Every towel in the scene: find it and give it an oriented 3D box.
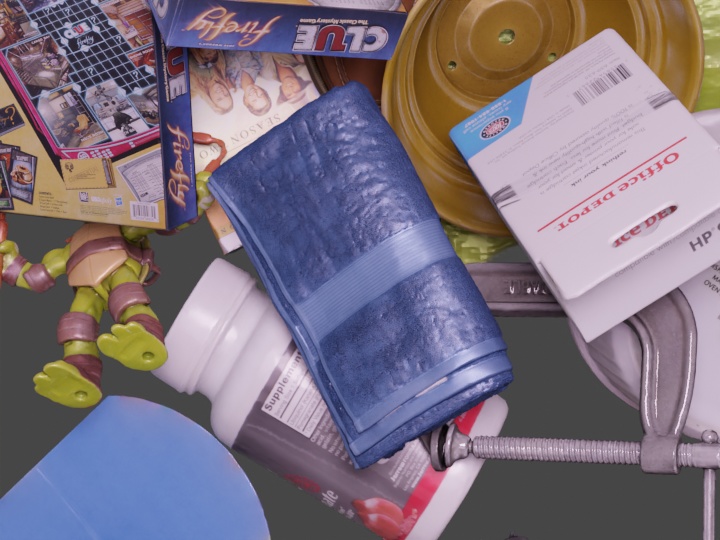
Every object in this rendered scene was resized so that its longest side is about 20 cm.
[{"bbox_3d":[0.000,0.000,1.215,0.111,0.048,0.201,-33,73,21],"label":"towel"}]

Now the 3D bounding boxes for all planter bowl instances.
[{"bbox_3d":[0.098,-0.127,1.286,0.199,0.084,0.201,-7,121,-12],"label":"planter bowl"}]

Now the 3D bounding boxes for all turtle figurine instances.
[{"bbox_3d":[-0.163,0.005,1.297,0.199,0.065,0.162,-18,46,13],"label":"turtle figurine"}]

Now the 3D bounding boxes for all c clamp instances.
[{"bbox_3d":[0.111,0.077,1.205,0.199,0.027,0.172,6,84,22],"label":"c clamp"}]

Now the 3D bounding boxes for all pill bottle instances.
[{"bbox_3d":[-0.021,0.077,1.295,0.199,0.111,0.111,31,91,1],"label":"pill bottle"}]

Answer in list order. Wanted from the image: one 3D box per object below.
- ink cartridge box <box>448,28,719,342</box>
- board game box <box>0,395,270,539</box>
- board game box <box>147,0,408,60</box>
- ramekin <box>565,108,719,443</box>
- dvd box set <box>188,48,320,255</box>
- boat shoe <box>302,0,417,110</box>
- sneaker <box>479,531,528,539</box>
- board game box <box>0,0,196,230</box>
[{"bbox_3d":[0.138,-0.040,1.179,0.115,0.200,0.067,-32,124,3],"label":"ink cartridge box"},{"bbox_3d":[-0.143,0.176,1.333,0.200,0.039,0.158,-43,85,14],"label":"board game box"},{"bbox_3d":[-0.068,-0.197,1.218,0.135,0.201,0.035,1,133,-24],"label":"board game box"},{"bbox_3d":[0.223,0.011,1.269,0.201,0.094,0.204,-1,108,-4],"label":"ramekin"},{"bbox_3d":[-0.063,-0.130,1.333,0.146,0.029,0.201,-25,90,2],"label":"dvd box set"},{"bbox_3d":[0.003,-0.190,1.288,0.072,0.068,0.201,1,80,-24],"label":"boat shoe"},{"bbox_3d":[0.017,0.228,1.311,0.199,0.066,0.091,-15,75,0],"label":"sneaker"},{"bbox_3d":[-0.191,-0.101,1.255,0.199,0.035,0.136,7,109,27],"label":"board game box"}]
